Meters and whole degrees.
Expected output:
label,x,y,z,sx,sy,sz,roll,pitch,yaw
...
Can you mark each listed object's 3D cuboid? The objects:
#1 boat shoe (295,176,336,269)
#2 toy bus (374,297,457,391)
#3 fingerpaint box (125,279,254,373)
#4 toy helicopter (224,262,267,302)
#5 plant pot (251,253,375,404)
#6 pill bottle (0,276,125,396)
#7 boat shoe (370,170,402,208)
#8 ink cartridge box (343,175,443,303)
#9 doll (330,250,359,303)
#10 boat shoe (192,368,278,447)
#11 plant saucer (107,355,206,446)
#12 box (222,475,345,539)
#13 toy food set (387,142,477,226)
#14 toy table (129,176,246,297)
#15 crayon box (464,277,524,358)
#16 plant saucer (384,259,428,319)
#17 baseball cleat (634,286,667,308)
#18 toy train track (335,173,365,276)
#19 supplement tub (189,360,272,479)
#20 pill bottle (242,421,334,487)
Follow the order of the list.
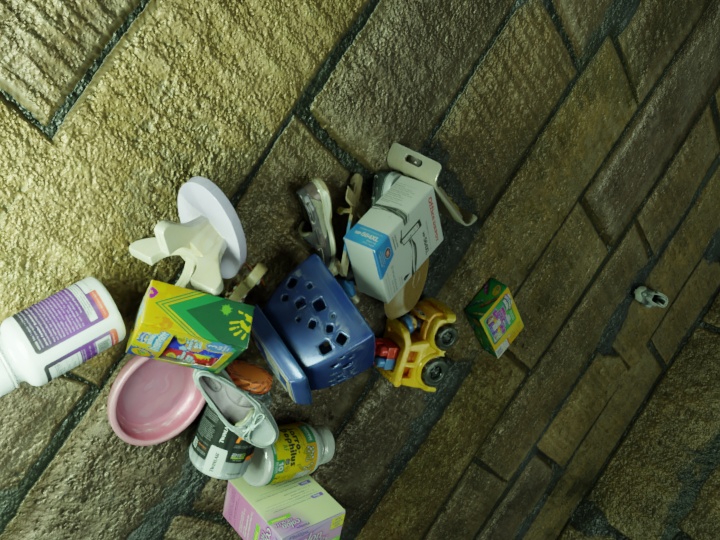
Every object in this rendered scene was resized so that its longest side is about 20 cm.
label,x,y,z,sx,sy,sz,roll,pitch,yaw
boat shoe,-0.088,-0.081,1.497,0.064,0.072,0.202,-19,134,-18
toy bus,0.104,0.164,1.812,0.189,0.136,0.203,8,107,-31
fingerpaint box,-0.277,0.098,1.267,0.164,0.200,0.075,16,66,-19
toy helicopter,-0.202,0.031,1.381,0.133,0.079,0.200,-50,-173,-35
plant pot,-0.096,0.124,1.482,0.179,0.201,0.201,-34,160,-14
pill bottle,-0.465,0.102,1.185,0.198,0.111,0.113,-31,133,-29
boat shoe,0.042,-0.104,1.606,0.068,0.056,0.204,-6,111,-52
ink cartridge box,0.068,-0.062,1.539,0.200,0.083,0.147,-47,141,-28
doll,0.000,0.000,1.644,0.198,0.048,0.139,6,97,-46
boat shoe,-0.223,0.246,1.411,0.074,0.065,0.203,-39,105,-1
plant saucer,-0.362,0.213,1.408,0.199,0.051,0.204,-24,128,-34
box,-0.164,0.516,1.682,0.174,0.199,0.098,-9,120,-43
toy food set,0.152,-0.177,1.621,0.061,0.143,0.200,-53,139,-5
toy table,-0.269,-0.037,1.270,0.117,0.181,0.202,-49,140,-34
crayon box,0.355,0.127,2.082,0.119,0.058,0.201,-47,139,-13
plant saucer,0.107,0.013,1.718,0.200,0.035,0.203,-49,148,-47
baseball cleat,1.003,0.103,2.694,0.198,0.106,0.071,9,103,-50
toy train track,-0.028,-0.089,1.525,0.115,0.032,0.204,48,48,-64
supplement tub,-0.245,0.284,1.516,0.121,0.122,0.203,7,109,-47
pill bottle,-0.153,0.384,1.679,0.198,0.112,0.115,0,114,-45
